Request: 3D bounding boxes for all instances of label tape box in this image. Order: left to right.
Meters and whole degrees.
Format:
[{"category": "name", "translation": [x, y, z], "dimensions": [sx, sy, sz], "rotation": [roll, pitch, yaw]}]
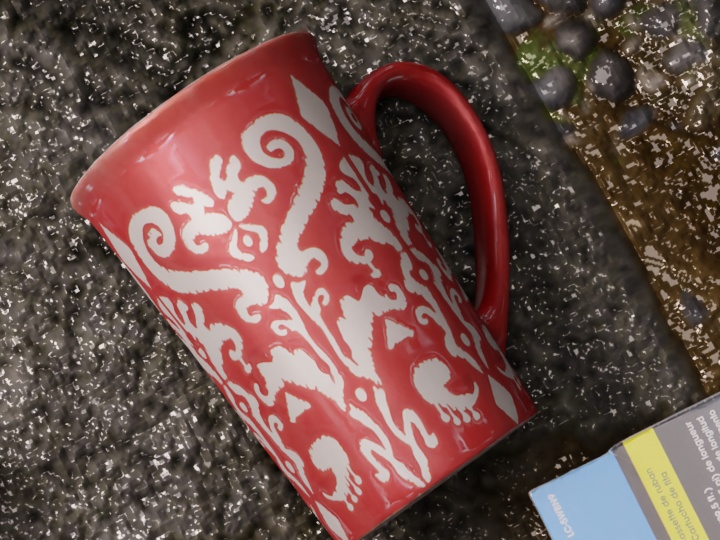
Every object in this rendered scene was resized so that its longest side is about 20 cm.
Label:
[{"category": "label tape box", "translation": [0.194, 0.119, 1.064], "dimensions": [0.199, 0.063, 0.145], "rotation": [-26, 81, 0]}]

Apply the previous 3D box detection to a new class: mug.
[{"category": "mug", "translation": [-0.003, 0.000, 1.067], "dimensions": [0.177, 0.133, 0.200], "rotation": [-35, 84, 1]}]
